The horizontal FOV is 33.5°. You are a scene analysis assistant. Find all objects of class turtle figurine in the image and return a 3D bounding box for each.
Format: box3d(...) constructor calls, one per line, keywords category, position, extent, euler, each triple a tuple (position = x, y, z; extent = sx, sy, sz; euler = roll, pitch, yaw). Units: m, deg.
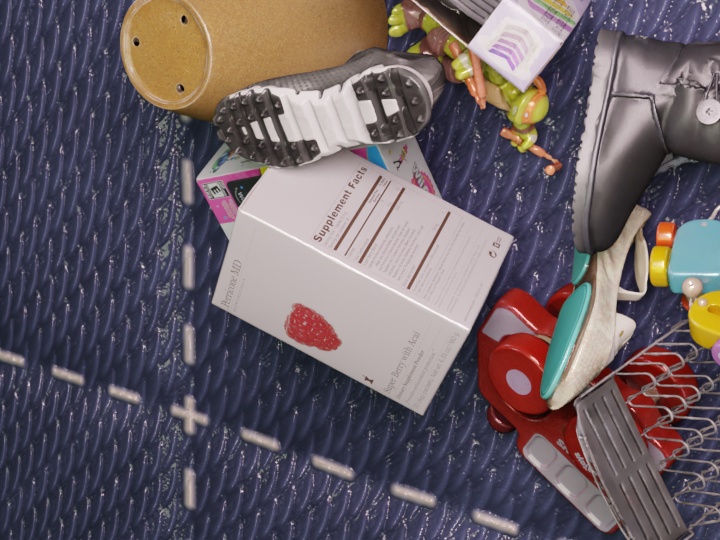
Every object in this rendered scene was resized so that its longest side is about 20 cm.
box3d(category="turtle figurine", position=(0.094, -0.161, 0.946), extent=(0.161, 0.200, 0.065), euler=(41, 95, 33))

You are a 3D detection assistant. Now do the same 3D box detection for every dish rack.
box3d(category="dish rack", position=(0.257, 0.116, 0.907), extent=(0.154, 0.199, 0.054), euler=(62, 151, -2))

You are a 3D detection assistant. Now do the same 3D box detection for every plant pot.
box3d(category="plant pot", position=(-0.105, -0.197, 1.015), extent=(0.185, 0.200, 0.188), euler=(11, 112, 28))

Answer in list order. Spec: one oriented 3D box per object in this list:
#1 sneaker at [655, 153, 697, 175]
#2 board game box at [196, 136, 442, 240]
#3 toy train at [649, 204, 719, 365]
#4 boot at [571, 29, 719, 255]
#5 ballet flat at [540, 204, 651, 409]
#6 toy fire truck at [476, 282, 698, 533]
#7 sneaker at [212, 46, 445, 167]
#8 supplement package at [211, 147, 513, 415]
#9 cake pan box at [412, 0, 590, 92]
box3d(category="sneaker", position=(0.275, -0.092, 0.892), extent=(0.200, 0.075, 0.114), euler=(-38, 82, 31))
box3d(category="board game box", position=(-0.028, -0.053, 1.070), extent=(0.199, 0.064, 0.148), euler=(-8, 123, 33))
box3d(category="toy train", position=(0.297, 0.017, 0.858), extent=(0.200, 0.149, 0.056), euler=(-121, 10, -52))
box3d(category="boot", position=(0.255, -0.077, 0.835), extent=(0.198, 0.066, 0.166), euler=(10, 105, 19))
box3d(category="ballet flat", position=(0.190, 0.022, 0.924), extent=(0.062, 0.201, 0.068), euler=(21, 152, -4))
box3d(category="toy fire truck", position=(0.173, 0.118, 1.013), extent=(0.200, 0.112, 0.168), euler=(42, 141, 14))
box3d(category="sneaker", position=(-0.019, -0.128, 0.917), extent=(0.199, 0.091, 0.067), euler=(-5, 114, 32))
box3d(category="supplement package", position=(0.000, 0.000, 0.970), extent=(0.199, 0.120, 0.122), euler=(27, 137, 4))
box3d(category="cake pan box", position=(0.077, -0.223, 0.876), extent=(0.184, 0.200, 0.052), euler=(39, 117, 1))
